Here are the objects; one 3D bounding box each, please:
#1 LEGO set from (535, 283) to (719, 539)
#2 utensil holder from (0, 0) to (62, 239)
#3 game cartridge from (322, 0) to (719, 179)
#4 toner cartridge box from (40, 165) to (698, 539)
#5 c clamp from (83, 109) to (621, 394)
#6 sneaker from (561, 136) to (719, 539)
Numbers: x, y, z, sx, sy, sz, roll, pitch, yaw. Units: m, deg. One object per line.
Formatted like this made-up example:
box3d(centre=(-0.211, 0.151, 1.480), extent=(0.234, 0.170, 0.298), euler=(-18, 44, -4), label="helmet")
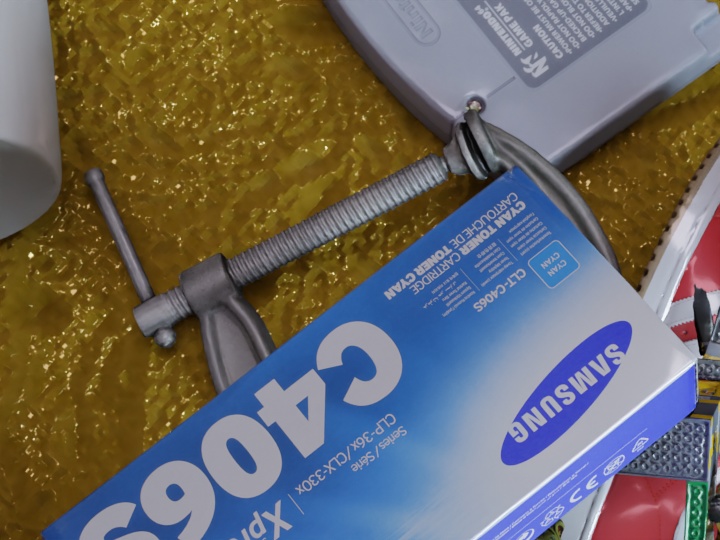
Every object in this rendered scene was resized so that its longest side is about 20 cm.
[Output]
box3d(centre=(0.063, 0.085, 0.809), extent=(0.198, 0.116, 0.155), euler=(-3, 99, 17), label="LEGO set")
box3d(centre=(-0.209, -0.120, 0.894), extent=(0.168, 0.170, 0.202), euler=(-9, 71, -1), label="utensil holder")
box3d(centre=(0.052, -0.135, 0.961), extent=(0.133, 0.041, 0.201), euler=(-33, 73, -13), label="game cartridge")
box3d(centre=(0.005, 0.064, 0.714), extent=(0.199, 0.043, 0.095), euler=(-38, 66, -9), label="toner cartridge box")
box3d(centre=(0.000, 0.000, 0.901), extent=(0.198, 0.027, 0.172), euler=(-22, 78, 6), label="c clamp")
box3d(centre=(0.155, 0.046, 0.873), extent=(0.112, 0.071, 0.201), euler=(21, 80, 13), label="sneaker")
